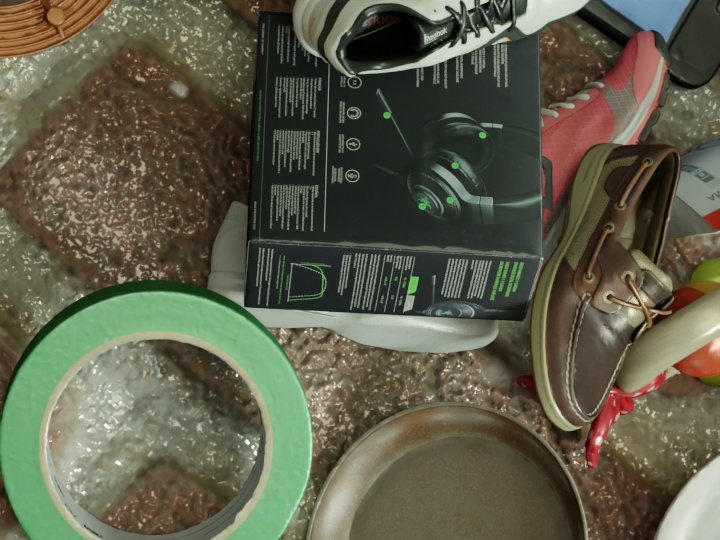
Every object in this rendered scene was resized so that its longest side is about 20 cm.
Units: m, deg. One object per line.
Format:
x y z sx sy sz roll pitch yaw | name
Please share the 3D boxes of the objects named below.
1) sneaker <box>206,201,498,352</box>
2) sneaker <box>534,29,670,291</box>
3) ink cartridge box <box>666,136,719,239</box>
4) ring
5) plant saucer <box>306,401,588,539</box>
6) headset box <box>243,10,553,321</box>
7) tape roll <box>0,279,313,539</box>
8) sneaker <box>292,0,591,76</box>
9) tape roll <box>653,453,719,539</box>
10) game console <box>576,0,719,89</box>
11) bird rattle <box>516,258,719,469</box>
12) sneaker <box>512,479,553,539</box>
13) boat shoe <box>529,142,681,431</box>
0.000 0.000 1.591 0.199 0.075 0.089 12 72 -13 | sneaker
0.140 -0.088 1.627 0.087 0.074 0.200 31 83 -7 | sneaker
0.281 -0.076 1.601 0.160 0.200 0.047 -26 94 -16 | ink cartridge box
-0.241 -0.239 1.564 0.200 0.019 0.201 1 87 -15 | ring
0.059 0.187 1.563 0.200 0.032 0.201 -5 76 23 | plant saucer
0.028 -0.067 1.540 0.199 0.093 0.175 2 62 -4 | headset box
-0.131 0.108 1.531 0.200 0.048 0.201 -1 98 -6 | tape roll
0.062 -0.159 1.488 0.199 0.080 0.074 -16 117 -7 | sneaker
0.295 0.209 1.616 0.202 0.071 0.203 0 87 9 | tape roll
0.214 -0.252 1.639 0.200 0.116 0.176 34 78 -10 | game console
0.211 0.044 1.604 0.200 0.163 0.113 -15 72 -25 | bird rattle
0.107 0.225 1.590 0.079 0.095 0.201 10 85 -17 | sneaker
0.165 0.007 1.532 0.072 0.072 0.200 40 58 -41 | boat shoe
